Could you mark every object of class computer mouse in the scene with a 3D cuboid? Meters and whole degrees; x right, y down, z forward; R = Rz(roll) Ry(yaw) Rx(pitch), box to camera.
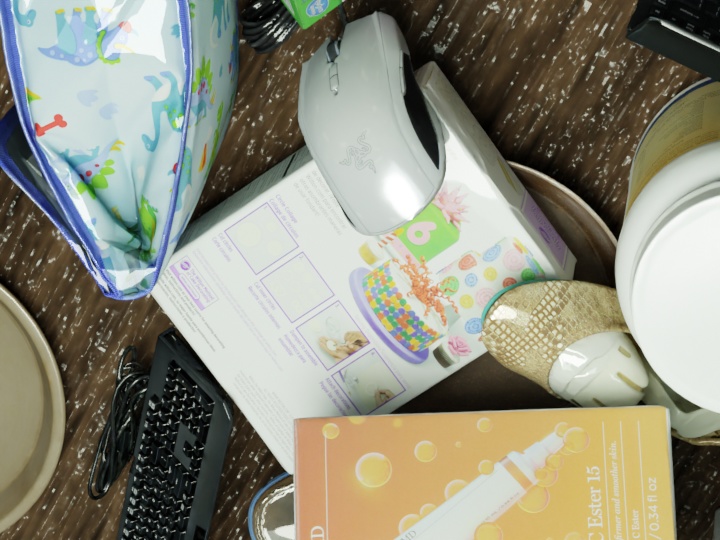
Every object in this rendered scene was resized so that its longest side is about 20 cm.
[{"bbox_3d":[-0.005,-0.106,1.589,0.109,0.201,0.044,-35,137,18],"label":"computer mouse"}]

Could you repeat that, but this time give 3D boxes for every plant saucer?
[{"bbox_3d":[0.063,0.025,1.701,0.199,0.035,0.201,3,110,9],"label":"plant saucer"},{"bbox_3d":[-0.271,0.074,1.772,0.199,0.029,0.201,3,111,8],"label":"plant saucer"}]

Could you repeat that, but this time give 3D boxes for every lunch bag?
[{"bbox_3d":[-0.126,-0.103,1.610,0.127,0.170,0.201,-6,109,9],"label":"lunch bag"}]

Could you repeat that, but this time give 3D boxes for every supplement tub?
[{"bbox_3d":[0.209,-0.015,1.575,0.144,0.200,0.145,3,111,7],"label":"supplement tub"}]

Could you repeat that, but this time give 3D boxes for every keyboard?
[{"bbox_3d":[-0.128,0.127,1.727,0.039,0.104,0.201,-13,135,-33],"label":"keyboard"}]

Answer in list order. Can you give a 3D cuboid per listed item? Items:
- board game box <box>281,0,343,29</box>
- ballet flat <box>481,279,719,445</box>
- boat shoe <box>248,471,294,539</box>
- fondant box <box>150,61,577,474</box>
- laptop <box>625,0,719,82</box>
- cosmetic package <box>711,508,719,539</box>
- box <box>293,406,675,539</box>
[{"bbox_3d":[0.032,-0.218,1.521,0.200,0.153,0.040,-36,77,-3],"label":"board game box"},{"bbox_3d":[0.151,0.055,1.626,0.199,0.065,0.071,14,123,-40],"label":"ballet flat"},{"bbox_3d":[0.031,0.136,1.683,0.199,0.072,0.073,-6,88,6],"label":"boat shoe"},{"bbox_3d":[0.000,0.000,1.654,0.200,0.058,0.145,-33,102,19],"label":"fondant box"},{"bbox_3d":[0.237,-0.131,1.519,0.177,0.201,0.103,25,144,-1],"label":"laptop"},{"bbox_3d":[0.301,0.145,1.673,0.199,0.102,0.071,-26,105,17],"label":"cosmetic package"},{"bbox_3d":[0.066,0.149,1.574,0.199,0.098,0.125,-2,67,1],"label":"box"}]
